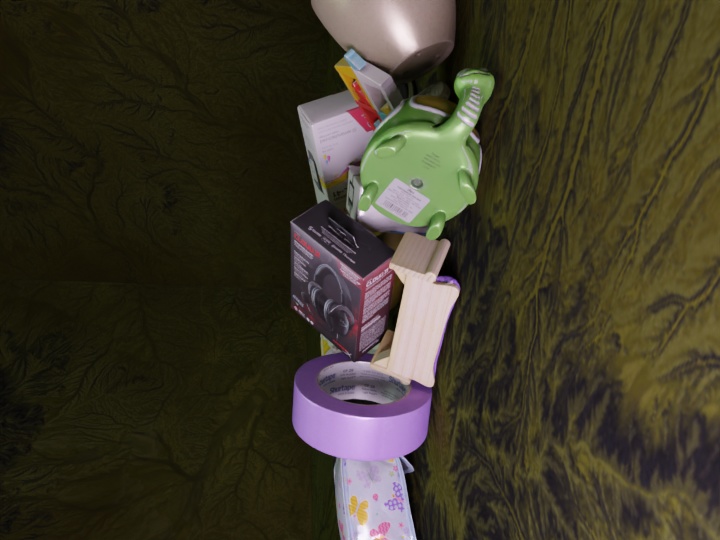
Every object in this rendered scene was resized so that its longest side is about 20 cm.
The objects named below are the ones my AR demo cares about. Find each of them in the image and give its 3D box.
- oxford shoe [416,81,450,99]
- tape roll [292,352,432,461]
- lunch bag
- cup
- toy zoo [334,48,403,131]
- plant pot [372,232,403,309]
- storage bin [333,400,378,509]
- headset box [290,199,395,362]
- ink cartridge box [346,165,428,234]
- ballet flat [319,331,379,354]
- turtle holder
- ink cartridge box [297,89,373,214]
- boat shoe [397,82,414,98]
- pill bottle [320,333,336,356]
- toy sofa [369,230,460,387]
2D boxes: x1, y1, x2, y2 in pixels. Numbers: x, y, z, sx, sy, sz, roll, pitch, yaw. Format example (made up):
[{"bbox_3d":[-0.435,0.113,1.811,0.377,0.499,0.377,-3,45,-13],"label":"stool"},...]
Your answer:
[{"bbox_3d":[0.089,-0.222,0.984,0.058,0.075,0.200,48,168,-10],"label":"oxford shoe"},{"bbox_3d":[0.002,0.188,0.964,0.201,0.195,0.067,-111,25,-70],"label":"tape roll"},{"bbox_3d":[0.018,0.348,1.083,0.170,0.124,0.204,107,154,-67],"label":"lunch bag"},{"bbox_3d":[0.050,-0.340,0.906,0.145,0.197,0.200,65,168,6],"label":"cup"},{"bbox_3d":[0.032,-0.222,0.936,0.131,0.020,0.201,41,171,51],"label":"toy zoo"},{"bbox_3d":[0.000,0.000,1.168,0.200,0.196,0.144,-115,5,-73],"label":"plant pot"},{"bbox_3d":[0.001,0.350,1.301,0.135,0.092,0.205,-119,33,-74],"label":"storage bin"},{"bbox_3d":[-0.028,0.010,0.979,0.148,0.077,0.202,38,144,26],"label":"headset box"},{"bbox_3d":[0.040,-0.116,1.073,0.200,0.113,0.069,-110,25,-71],"label":"ink cartridge box"},{"bbox_3d":[-0.016,0.121,1.178,0.069,0.197,0.070,-46,-32,-40],"label":"ballet flat"},{"bbox_3d":[0.073,-0.145,0.778,0.188,0.138,0.133,88,-165,-48],"label":"turtle holder"},{"bbox_3d":[-0.016,-0.207,1.197,0.086,0.145,0.203,-126,18,-49],"label":"ink cartridge box"},{"bbox_3d":[0.055,-0.320,1.192,0.074,0.063,0.203,103,165,-46],"label":"boat shoe"},{"bbox_3d":[-0.030,0.204,1.492,0.201,0.110,0.114,-99,14,-55],"label":"pill bottle"},{"bbox_3d":[0.080,0.057,0.924,0.083,0.096,0.203,-59,-18,-50],"label":"toy sofa"}]
